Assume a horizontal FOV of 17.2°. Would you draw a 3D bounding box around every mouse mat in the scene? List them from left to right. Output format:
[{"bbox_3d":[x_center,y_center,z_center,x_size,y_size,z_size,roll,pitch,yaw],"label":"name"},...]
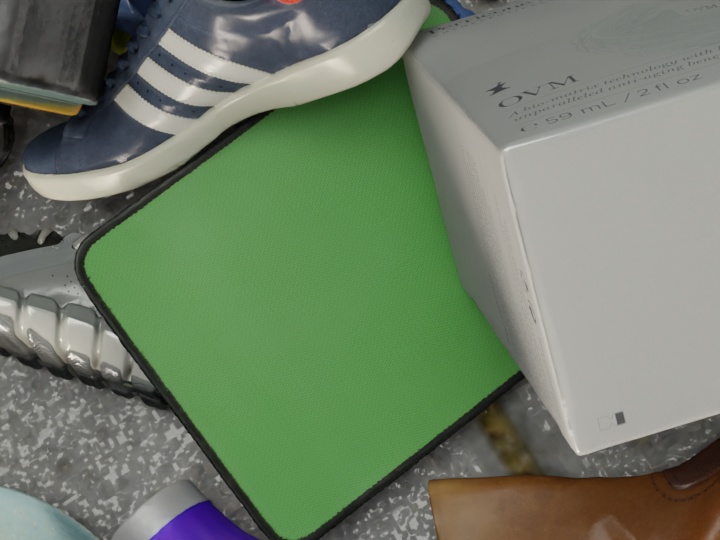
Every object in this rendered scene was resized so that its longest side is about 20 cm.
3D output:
[{"bbox_3d":[0.000,0.000,1.005,0.200,0.008,0.161,-37,97,-11],"label":"mouse mat"}]

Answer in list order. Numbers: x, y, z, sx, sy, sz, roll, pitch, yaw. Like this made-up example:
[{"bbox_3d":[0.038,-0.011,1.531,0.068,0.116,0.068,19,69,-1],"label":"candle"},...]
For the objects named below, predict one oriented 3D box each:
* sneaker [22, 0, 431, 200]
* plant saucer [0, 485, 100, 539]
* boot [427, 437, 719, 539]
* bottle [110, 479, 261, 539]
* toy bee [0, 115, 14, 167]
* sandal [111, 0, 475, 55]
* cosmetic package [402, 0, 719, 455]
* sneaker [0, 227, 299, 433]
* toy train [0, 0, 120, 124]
[{"bbox_3d":[-0.071,-0.098,0.983,0.200,0.075,0.085,-24,111,25],"label":"sneaker"},{"bbox_3d":[-0.169,0.192,1.018,0.201,0.039,0.201,-3,79,17],"label":"plant saucer"},{"bbox_3d":[0.128,0.084,0.997,0.200,0.068,0.189,-9,84,15],"label":"boot"},{"bbox_3d":[-0.025,0.175,0.989,0.084,0.065,0.200,-45,74,5],"label":"bottle"},{"bbox_3d":[-0.170,-0.160,1.059,0.131,0.109,0.200,-17,70,15],"label":"toy bee"},{"bbox_3d":[-0.039,-0.111,1.043,0.200,0.087,0.080,14,79,11],"label":"sandal"},{"bbox_3d":[0.138,-0.044,0.910,0.199,0.200,0.123,-17,107,-5],"label":"cosmetic package"},{"bbox_3d":[-0.103,-0.007,1.045,0.200,0.075,0.116,21,77,3],"label":"sneaker"},{"bbox_3d":[-0.130,-0.154,0.966,0.085,0.114,0.200,12,91,-28],"label":"toy train"}]
